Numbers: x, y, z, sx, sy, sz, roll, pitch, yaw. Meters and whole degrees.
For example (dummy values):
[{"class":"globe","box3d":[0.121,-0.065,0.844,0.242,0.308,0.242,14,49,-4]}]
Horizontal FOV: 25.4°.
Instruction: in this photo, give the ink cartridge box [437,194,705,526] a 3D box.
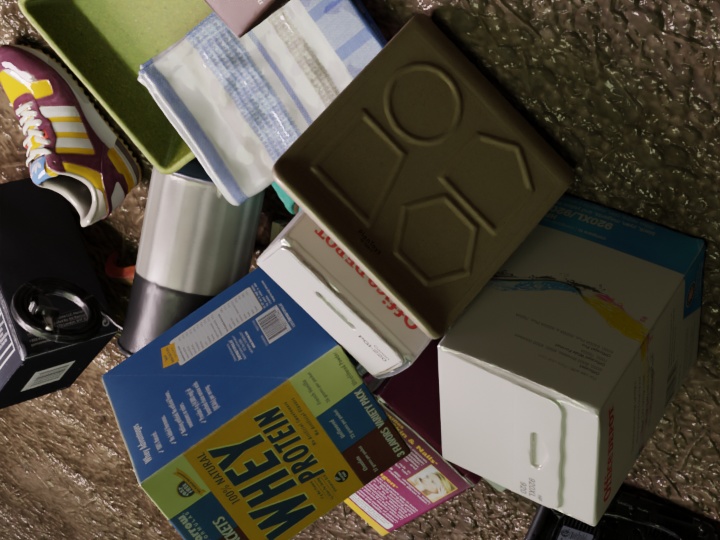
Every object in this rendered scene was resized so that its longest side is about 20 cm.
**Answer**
[{"class":"ink cartridge box","box3d":[0.172,0.068,1.293,0.144,0.200,0.148,21,141,25]}]

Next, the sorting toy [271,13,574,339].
[{"class":"sorting toy","box3d":[0.050,-0.075,1.251,0.185,0.200,0.036,45,156,-8]}]

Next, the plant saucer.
[{"class":"plant saucer","box3d":[-0.155,-0.216,1.364,0.199,0.048,0.200,-34,105,23]}]

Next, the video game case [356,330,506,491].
[{"class":"video game case","box3d":[0.106,0.122,1.573,0.200,0.023,0.182,40,146,0]}]

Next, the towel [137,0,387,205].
[{"class":"towel","box3d":[-0.074,-0.161,1.321,0.199,0.024,0.147,-33,95,22]}]

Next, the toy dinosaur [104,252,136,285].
[{"class":"toy dinosaur","box3d":[-0.196,0.008,1.682,0.200,0.105,0.182,44,128,13]}]

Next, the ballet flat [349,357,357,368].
[{"class":"ballet flat","box3d":[-0.080,0.124,1.607,0.067,0.199,0.064,22,107,38]}]

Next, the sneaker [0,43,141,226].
[{"class":"sneaker","box3d":[-0.314,-0.138,1.620,0.200,0.090,0.075,47,145,-11]}]

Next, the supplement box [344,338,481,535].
[{"class":"supplement box","box3d":[0.043,0.161,1.566,0.131,0.103,0.200,43,146,-5]}]

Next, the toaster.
[{"class":"toaster","box3d":[0.236,0.303,1.521,0.180,0.201,0.119,16,142,19]}]

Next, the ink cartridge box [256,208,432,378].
[{"class":"ink cartridge box","box3d":[0.035,-0.034,1.301,0.146,0.200,0.085,43,156,-6]}]

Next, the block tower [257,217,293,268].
[{"class":"block tower","box3d":[0.000,0.000,1.494,0.199,0.054,0.058,17,109,28]}]

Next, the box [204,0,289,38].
[{"class":"box","box3d":[-0.037,-0.267,1.176,0.075,0.100,0.200,49,136,-6]}]

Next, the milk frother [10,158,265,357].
[{"class":"milk frother","box3d":[-0.210,-0.016,1.517,0.180,0.199,0.190,25,107,47]}]

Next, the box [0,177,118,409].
[{"class":"box","box3d":[-0.381,0.026,1.782,0.200,0.123,0.200,-40,71,56]}]

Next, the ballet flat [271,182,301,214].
[{"class":"ballet flat","box3d":[-0.042,-0.124,1.404,0.070,0.067,0.200,48,145,14]}]

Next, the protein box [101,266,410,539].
[{"class":"protein box","box3d":[-0.097,0.126,1.410,0.135,0.199,0.199,56,178,-30]}]
